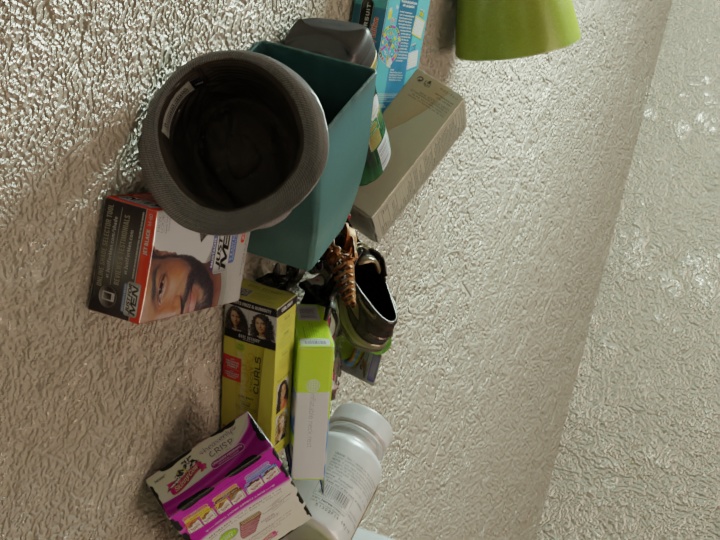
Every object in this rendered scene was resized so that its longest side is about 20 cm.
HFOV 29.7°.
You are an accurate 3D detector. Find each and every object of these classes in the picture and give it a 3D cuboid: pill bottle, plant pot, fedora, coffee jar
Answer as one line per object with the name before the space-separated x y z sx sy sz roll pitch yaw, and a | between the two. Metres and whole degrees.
pill bottle | -0.035 0.283 1.835 0.115 0.114 0.200 80 31 -47
plant pot | 0.216 -0.425 1.971 0.187 0.186 0.201 -41 126 -56
fedora | -0.113 -0.108 1.277 0.176 0.200 0.090 -34 156 -3
coffee jar | -0.027 -0.195 1.557 0.201 0.104 0.086 79 30 -47
plant pot | -0.074 -0.111 1.448 0.141 0.141 0.201 -54 153 -44

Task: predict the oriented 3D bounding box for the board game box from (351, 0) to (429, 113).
board game box | 0.034 -0.299 1.725 0.151 0.047 0.201 -16 118 -67

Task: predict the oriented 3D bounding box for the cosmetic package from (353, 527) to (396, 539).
cosmetic package | 0.009 0.547 2.109 0.201 0.122 0.200 84 29 -45

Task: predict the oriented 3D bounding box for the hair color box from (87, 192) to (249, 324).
hair color box | -0.181 -0.018 1.334 0.200 0.064 0.112 -14 117 -65

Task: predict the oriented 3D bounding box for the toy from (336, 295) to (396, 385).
toy | -0.012 0.079 1.779 0.200 0.047 0.116 -168 -87 -71

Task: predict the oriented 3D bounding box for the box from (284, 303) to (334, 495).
box | -0.065 0.155 1.637 0.122 0.047 0.201 -110 -157 -65

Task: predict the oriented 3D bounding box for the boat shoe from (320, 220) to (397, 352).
boat shoe | 0.000 0.000 1.660 0.074 0.201 0.073 -3 151 -42

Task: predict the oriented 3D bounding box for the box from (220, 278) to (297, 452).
box | -0.119 0.115 1.567 0.050 0.075 0.201 -39 140 -55

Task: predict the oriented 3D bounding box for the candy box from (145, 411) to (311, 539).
candy box | -0.144 0.258 1.528 0.136 0.061 0.200 -33 146 -10

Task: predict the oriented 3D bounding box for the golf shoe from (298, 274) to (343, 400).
golf shoe | -0.067 0.097 1.719 0.092 0.073 0.201 4 107 -36

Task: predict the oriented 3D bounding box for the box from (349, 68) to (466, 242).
box | 0.047 -0.145 1.726 0.200 0.078 0.095 -52 164 -13

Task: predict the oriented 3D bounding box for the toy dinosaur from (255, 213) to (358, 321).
toy dinosaur | -0.049 -0.023 1.568 0.200 0.102 0.136 -88 -157 -63
